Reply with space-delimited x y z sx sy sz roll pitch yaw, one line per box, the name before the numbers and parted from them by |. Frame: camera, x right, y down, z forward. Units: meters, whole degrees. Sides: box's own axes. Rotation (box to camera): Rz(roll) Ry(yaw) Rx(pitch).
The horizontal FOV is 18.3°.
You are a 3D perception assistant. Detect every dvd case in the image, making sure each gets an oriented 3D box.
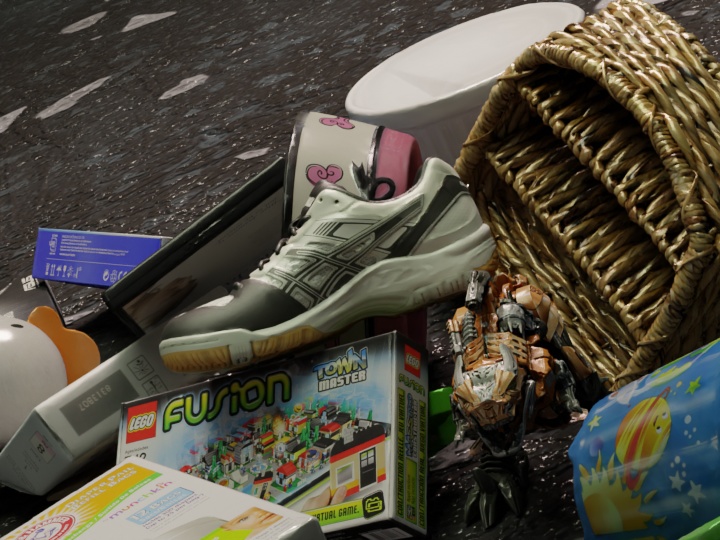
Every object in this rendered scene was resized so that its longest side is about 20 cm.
dvd case | -0.096 -0.007 1.465 0.142 0.018 0.200 -38 -8 -4

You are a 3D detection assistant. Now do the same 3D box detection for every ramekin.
ramekin | 0.096 -0.128 1.772 0.202 0.095 0.202 -20 19 7

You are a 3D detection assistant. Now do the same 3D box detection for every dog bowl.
dog bowl | 0.000 0.000 1.391 0.073 0.201 0.200 -1 21 6

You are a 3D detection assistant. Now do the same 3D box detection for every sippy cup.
sippy cup | 0.172 0.091 1.032 0.130 0.140 0.177 -21 -24 41

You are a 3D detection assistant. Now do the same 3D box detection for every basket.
basket | 0.147 -0.046 1.291 0.149 0.143 0.200 -26 54 -12

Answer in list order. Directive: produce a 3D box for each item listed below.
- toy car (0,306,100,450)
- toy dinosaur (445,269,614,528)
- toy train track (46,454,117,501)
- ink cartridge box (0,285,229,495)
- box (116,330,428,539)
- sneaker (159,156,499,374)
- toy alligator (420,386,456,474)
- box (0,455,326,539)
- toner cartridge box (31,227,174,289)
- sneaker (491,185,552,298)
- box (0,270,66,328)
toy car | -0.283 0.069 1.582 0.199 0.178 0.184 -18 2 -29
toy dinosaur | 0.090 0.052 1.205 0.102 0.136 0.200 -11 21 33
toy train track | -0.135 0.119 1.462 0.114 0.033 0.200 -26 11 15
ink cartridge box | -0.168 0.098 1.487 0.162 0.057 0.200 -35 -9 -32
box | -0.053 0.110 1.257 0.199 0.035 0.111 -16 59 32
sneaker | -0.026 -0.003 1.269 0.199 0.088 0.076 -20 -4 -8
toy alligator | -0.007 0.110 1.302 0.200 0.060 0.054 -30 -25 36
box | -0.096 0.176 1.132 0.112 0.102 0.200 -31 20 -25
toner cartridge box | -0.168 -0.003 1.741 0.095 0.043 0.200 9 -2 -36
sneaker | 0.094 -0.003 1.487 0.073 0.085 0.200 -35 -1 -10
box | -0.304 0.073 1.752 0.158 0.049 0.200 -24 18 -5
